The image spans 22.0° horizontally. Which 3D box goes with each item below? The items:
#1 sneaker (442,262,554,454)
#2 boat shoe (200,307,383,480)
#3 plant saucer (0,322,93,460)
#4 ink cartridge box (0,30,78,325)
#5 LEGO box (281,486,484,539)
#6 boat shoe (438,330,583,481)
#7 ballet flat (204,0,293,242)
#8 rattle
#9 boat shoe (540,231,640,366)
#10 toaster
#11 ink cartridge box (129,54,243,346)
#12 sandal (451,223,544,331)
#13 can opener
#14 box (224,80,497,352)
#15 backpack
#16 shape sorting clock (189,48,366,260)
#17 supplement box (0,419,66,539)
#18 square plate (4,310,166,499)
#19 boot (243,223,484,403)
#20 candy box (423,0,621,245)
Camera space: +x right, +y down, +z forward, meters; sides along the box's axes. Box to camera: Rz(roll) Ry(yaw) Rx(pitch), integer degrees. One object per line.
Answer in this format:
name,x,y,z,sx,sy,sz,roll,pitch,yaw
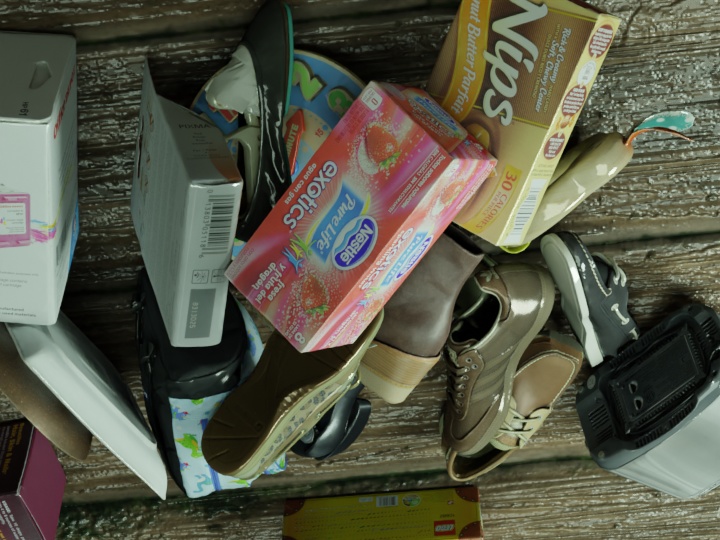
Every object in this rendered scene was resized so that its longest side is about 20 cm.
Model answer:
sneaker,0.099,0.074,1.624,0.075,0.071,0.201,5,122,-28
boat shoe,-0.053,0.094,1.570,0.200,0.073,0.063,-45,152,4
plant saucer,-0.295,0.080,1.633,0.037,0.200,0.201,-39,118,-1
ink cartridge box,-0.284,-0.079,1.538,0.084,0.145,0.201,5,125,-2
LEGO box,0.027,0.301,1.839,0.198,0.077,0.150,-5,124,4
boat shoe,0.138,0.131,1.694,0.075,0.074,0.200,21,139,-17
ballet flat,-0.088,-0.119,1.499,0.068,0.068,0.202,-5,98,-24
rattle,0.162,-0.116,1.529,0.200,0.130,0.144,-38,80,47
boat shoe,0.205,0.018,1.616,0.060,0.074,0.200,-28,144,0
toaster,0.303,0.119,1.681,0.129,0.114,0.200,29,121,-36
ink cartridge box,-0.147,-0.059,1.527,0.050,0.201,0.163,-1,126,-16
sandal,0.081,0.010,1.646,0.200,0.057,0.080,29,120,-12
can opener,-0.014,0.097,1.719,0.063,0.078,0.201,40,121,21
box,0.001,-0.041,1.453,0.095,0.102,0.200,44,108,16
backpack,-0.135,0.113,1.666,0.152,0.164,0.201,-3,128,-17
shape sorting clock,-0.061,-0.087,1.560,0.198,0.039,0.202,5,105,20
supplement box,-0.393,0.226,1.773,0.198,0.111,0.086,-13,125,10
square plate,-0.246,0.088,1.624,0.028,0.200,0.198,-40,123,1
boot,0.000,0.000,1.609,0.199,0.072,0.167,33,114,19
candy box,0.112,-0.134,1.481,0.115,0.055,0.201,29,104,23
